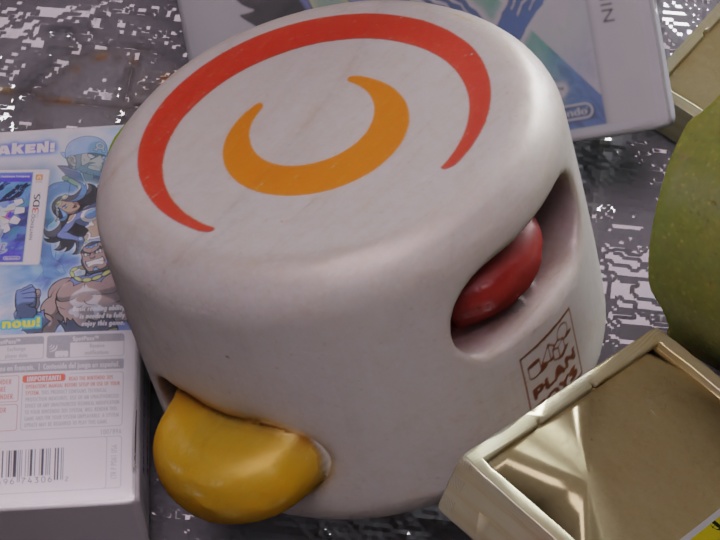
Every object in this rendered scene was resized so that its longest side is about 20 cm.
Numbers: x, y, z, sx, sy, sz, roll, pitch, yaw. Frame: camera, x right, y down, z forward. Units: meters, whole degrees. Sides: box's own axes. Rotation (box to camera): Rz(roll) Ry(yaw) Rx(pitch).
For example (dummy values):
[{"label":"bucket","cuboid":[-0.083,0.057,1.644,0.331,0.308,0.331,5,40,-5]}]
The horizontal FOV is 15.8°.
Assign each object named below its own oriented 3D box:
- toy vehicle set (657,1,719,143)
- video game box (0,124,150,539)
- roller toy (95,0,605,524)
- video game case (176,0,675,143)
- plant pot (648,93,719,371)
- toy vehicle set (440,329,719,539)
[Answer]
[{"label":"toy vehicle set","cuboid":[0.235,-0.062,1.107,0.200,0.027,0.124,35,65,23]},{"label":"video game box","cuboid":[-0.185,0.029,1.062,0.199,0.047,0.183,-3,59,2]},{"label":"roller toy","cuboid":[0.000,0.000,1.002,0.181,0.140,0.200,-14,38,3]},{"label":"video game case","cuboid":[0.018,-0.134,1.080,0.199,0.022,0.183,-9,98,12]},{"label":"plant pot","cuboid":[0.217,-0.003,0.970,0.184,0.201,0.201,23,60,34]},{"label":"toy vehicle set","cuboid":[0.140,0.112,0.910,0.200,0.027,0.124,40,43,22]}]
